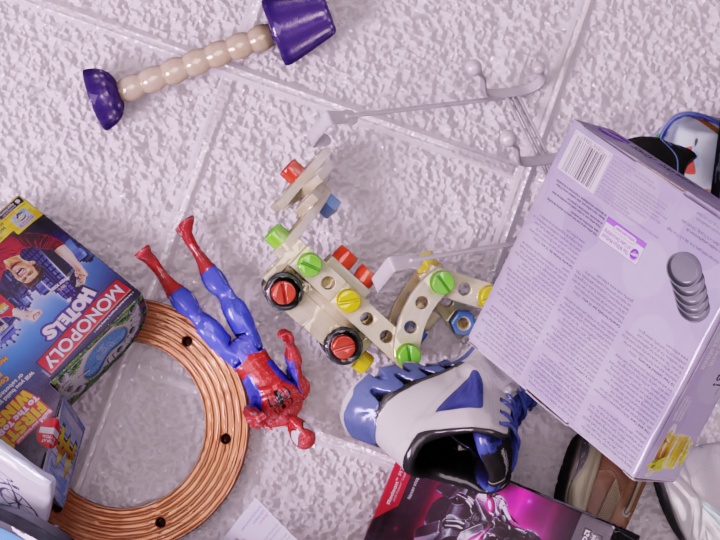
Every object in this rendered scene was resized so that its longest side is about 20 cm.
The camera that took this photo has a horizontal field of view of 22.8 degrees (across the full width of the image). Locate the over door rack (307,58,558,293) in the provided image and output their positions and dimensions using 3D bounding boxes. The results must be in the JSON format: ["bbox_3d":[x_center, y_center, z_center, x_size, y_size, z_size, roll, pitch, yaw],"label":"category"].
[{"bbox_3d":[0.081,-0.079,1.346,0.200,0.067,0.148,-15,65,-18],"label":"over door rack"}]

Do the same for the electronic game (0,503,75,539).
[{"bbox_3d":[-0.237,0.242,1.316,0.200,0.200,0.042,35,55,4],"label":"electronic game"}]

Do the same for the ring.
[{"bbox_3d":[-0.186,0.121,1.403,0.200,0.019,0.201,0,85,2],"label":"ring"}]

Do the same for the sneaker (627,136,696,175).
[{"bbox_3d":[0.208,0.002,1.312,0.078,0.070,0.200,-1,102,-23],"label":"sneaker"}]

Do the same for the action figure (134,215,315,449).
[{"bbox_3d":[-0.092,0.052,1.354,0.065,0.099,0.200,-35,91,-13],"label":"action figure"}]

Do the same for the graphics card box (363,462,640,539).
[{"bbox_3d":[0.095,0.216,1.323,0.200,0.051,0.126,21,85,36],"label":"graphics card box"}]

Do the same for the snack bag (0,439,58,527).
[{"bbox_3d":[-0.307,0.146,1.324,0.188,0.200,0.021,35,59,4],"label":"snack bag"}]

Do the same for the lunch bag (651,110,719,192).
[{"bbox_3d":[0.269,-0.022,1.376,0.160,0.076,0.200,19,87,5],"label":"lunch bag"}]

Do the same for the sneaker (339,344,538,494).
[{"bbox_3d":[0.097,0.108,1.324,0.199,0.081,0.115,-21,42,-22],"label":"sneaker"}]

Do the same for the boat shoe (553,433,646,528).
[{"bbox_3d":[0.174,0.222,1.359,0.074,0.076,0.200,16,87,-1],"label":"boat shoe"}]

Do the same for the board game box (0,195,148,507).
[{"bbox_3d":[-0.260,0.074,1.351,0.200,0.062,0.200,37,73,26],"label":"board game box"}]

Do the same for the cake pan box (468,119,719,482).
[{"bbox_3d":[0.177,0.017,1.224,0.200,0.052,0.184,39,110,44],"label":"cake pan box"}]

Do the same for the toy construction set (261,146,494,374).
[{"bbox_3d":[0.000,0.000,1.370,0.200,0.092,0.131,43,90,5],"label":"toy construction set"}]

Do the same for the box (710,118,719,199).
[{"bbox_3d":[0.306,-0.050,1.264,0.107,0.148,0.200,8,86,7],"label":"box"}]

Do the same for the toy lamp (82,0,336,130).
[{"bbox_3d":[-0.117,-0.170,1.407,0.200,0.058,0.058,-19,85,1],"label":"toy lamp"}]

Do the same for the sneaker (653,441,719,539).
[{"bbox_3d":[0.289,0.226,1.358,0.080,0.070,0.201,-17,85,-3],"label":"sneaker"}]

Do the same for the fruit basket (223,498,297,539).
[{"bbox_3d":[-0.020,0.257,1.316,0.094,0.185,0.200,-38,81,-26],"label":"fruit basket"}]
